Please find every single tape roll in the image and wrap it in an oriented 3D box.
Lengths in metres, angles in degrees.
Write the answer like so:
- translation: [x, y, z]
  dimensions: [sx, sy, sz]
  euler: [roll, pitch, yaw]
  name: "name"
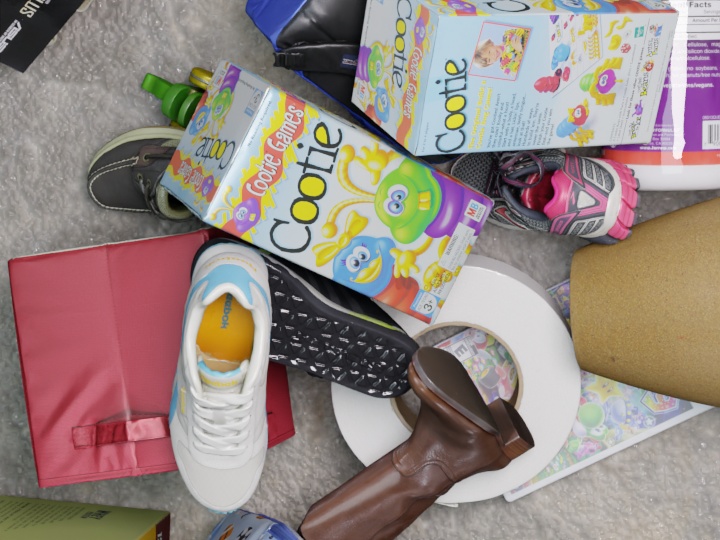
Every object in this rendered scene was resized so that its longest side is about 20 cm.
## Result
- translation: [0.076, 0.087, 1.495]
  dimensions: [0.201, 0.037, 0.204]
  euler: [1, 108, 2]
  name: "tape roll"

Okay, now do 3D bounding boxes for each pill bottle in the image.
- translation: [0.238, -0.163, 1.430]
  dimensions: [0.112, 0.112, 0.202]
  euler: [0, 97, 12]
  name: "pill bottle"

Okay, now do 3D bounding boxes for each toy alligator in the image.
- translation: [-0.096, -0.112, 1.536]
  dimensions: [0.199, 0.054, 0.060]
  euler: [28, 102, 7]
  name: "toy alligator"

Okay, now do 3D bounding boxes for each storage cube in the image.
- translation: [-0.162, 0.064, 1.503]
  dimensions: [0.170, 0.200, 0.181]
  euler: [-8, 90, 13]
  name: "storage cube"

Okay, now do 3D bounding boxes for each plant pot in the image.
- translation: [0.262, 0.023, 1.416]
  dimensions: [0.199, 0.186, 0.188]
  euler: [-2, 97, 15]
  name: "plant pot"

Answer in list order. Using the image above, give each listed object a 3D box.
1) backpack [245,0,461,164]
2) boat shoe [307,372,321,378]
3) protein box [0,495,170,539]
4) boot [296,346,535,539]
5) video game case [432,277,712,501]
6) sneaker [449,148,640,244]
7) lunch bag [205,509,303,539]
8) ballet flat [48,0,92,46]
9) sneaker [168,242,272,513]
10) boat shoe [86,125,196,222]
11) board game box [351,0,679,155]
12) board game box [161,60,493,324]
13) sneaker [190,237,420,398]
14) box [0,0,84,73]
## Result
- translation: [0.034, -0.197, 1.446]
  dimensions: [0.200, 0.168, 0.163]
  euler: [36, 106, -29]
  name: "backpack"
- translation: [-0.002, -0.001, 1.524]
  dimensions: [0.074, 0.066, 0.200]
  euler: [29, 103, 5]
  name: "boat shoe"
- translation: [-0.280, 0.279, 1.551]
  dimensions: [0.198, 0.199, 0.136]
  euler: [4, 98, 11]
  name: "protein box"
- translation: [0.016, 0.152, 1.428]
  dimensions: [0.199, 0.186, 0.064]
  euler: [-33, 52, 13]
  name: "boot"
- translation: [0.176, 0.083, 1.522]
  dimensions: [0.199, 0.018, 0.144]
  euler: [-27, 90, 14]
  name: "video game case"
- translation: [0.128, -0.070, 1.439]
  dimensions: [0.074, 0.200, 0.081]
  euler: [8, 93, -31]
  name: "sneaker"
- translation: [-0.051, 0.267, 1.503]
  dimensions: [0.160, 0.200, 0.076]
  euler: [44, 78, -12]
  name: "lunch bag"
- translation: [-0.261, -0.224, 1.554]
  dimensions: [0.064, 0.076, 0.200]
  euler: [37, 112, -29]
  name: "ballet flat"
- translation: [-0.102, 0.086, 1.352]
  dimensions: [0.076, 0.081, 0.201]
  euler: [1, 109, -1]
  name: "sneaker"
- translation: [-0.147, -0.073, 1.517]
  dimensions: [0.200, 0.066, 0.072]
  euler: [-6, 131, 31]
  name: "boat shoe"
- translation: [0.109, -0.152, 1.342]
  dimensions: [0.199, 0.103, 0.106]
  euler: [-5, 118, -28]
  name: "board game box"
- translation: [-0.024, -0.057, 1.358]
  dimensions: [0.199, 0.105, 0.103]
  euler: [24, 96, -28]
  name: "board game box"
- translation: [-0.042, 0.035, 1.423]
  dimensions: [0.199, 0.083, 0.072]
  euler: [31, 106, -14]
  name: "sneaker"
- translation: [-0.284, -0.287, 1.493]
  dimensions: [0.164, 0.086, 0.200]
  euler: [-47, 54, 13]
  name: "box"
